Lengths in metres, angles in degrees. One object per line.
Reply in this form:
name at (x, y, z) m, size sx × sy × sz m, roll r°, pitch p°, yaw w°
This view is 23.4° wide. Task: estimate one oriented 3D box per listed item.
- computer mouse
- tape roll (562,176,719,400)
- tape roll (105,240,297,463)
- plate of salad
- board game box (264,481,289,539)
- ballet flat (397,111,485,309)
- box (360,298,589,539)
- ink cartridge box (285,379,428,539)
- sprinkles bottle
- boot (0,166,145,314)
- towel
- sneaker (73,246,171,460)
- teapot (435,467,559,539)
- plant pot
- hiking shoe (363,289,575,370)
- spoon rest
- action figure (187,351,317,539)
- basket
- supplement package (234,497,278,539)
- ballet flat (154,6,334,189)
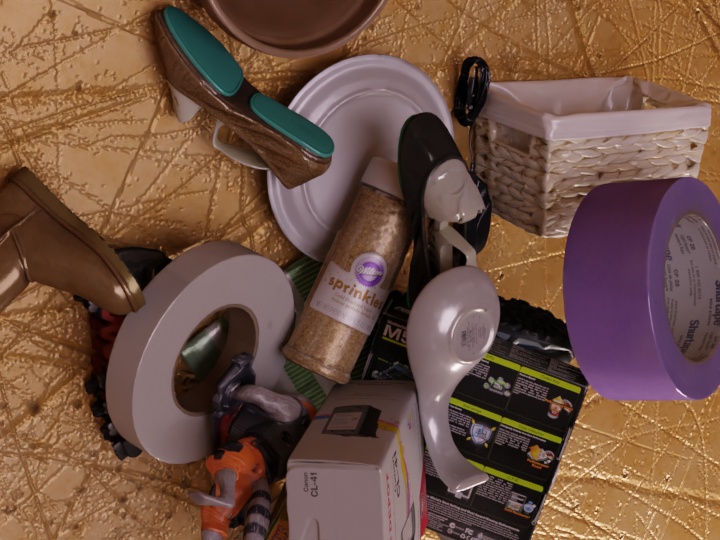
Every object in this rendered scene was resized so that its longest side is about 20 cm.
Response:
computer mouse at (0.097, -0.104, 1.653) m, size 0.034 × 0.059 × 0.200 m, roll -7°, pitch 106°, yaw -30°
tape roll at (0.265, 0.018, 1.571) m, size 0.200 × 0.085 × 0.200 m, roll 9°, pitch 79°, yaw -55°
tape roll at (-0.136, 0.071, 1.513) m, size 0.203 × 0.037 × 0.203 m, roll -34°, pitch 137°, yaw -39°
plate of salad at (-0.002, -0.102, 1.602) m, size 0.200 × 0.048 × 0.200 m, roll -12°, pitch 114°, yaw -28°
board game box at (-0.061, 0.212, 1.572) m, size 0.030 × 0.200 × 0.096 m, roll 25°, pitch 122°, yaw -4°
ballet flat at (0.077, -0.041, 1.519) m, size 0.068 × 0.068 × 0.200 m, roll -27°, pitch 125°, yaw -35°
box at (0.088, 0.149, 1.602) m, size 0.200 × 0.048 × 0.193 m, roll 19°, pitch 108°, yaw 7°
ink cartridge box at (0.000, 0.195, 1.505) m, size 0.085 × 0.200 × 0.148 m, roll 0°, pitch 107°, yaw 11°
sprinkles bottle at (0.000, 0.000, 1.563) m, size 0.068 × 0.068 × 0.200 m, roll 25°, pitch 90°, yaw -33°
boot at (-0.299, 0.031, 1.416) m, size 0.200 × 0.175 × 0.066 m, roll -42°, pitch 155°, yaw -16°
towel at (-0.057, 0.071, 1.638) m, size 0.200 × 0.023 × 0.153 m, roll -37°, pitch 119°, yaw -14°
sneaker at (-0.194, 0.069, 1.527) m, size 0.098 × 0.071 × 0.201 m, roll -12°, pitch 109°, yaw -24°
teapot at (0.127, 0.174, 1.701) m, size 0.197 × 0.146 × 0.200 m, roll -34°, pitch 118°, yaw -18°
plant pot at (-0.068, -0.288, 1.482) m, size 0.201 × 0.093 × 0.201 m, roll -9°, pitch 110°, yaw -27°
hiking shoe at (0.105, 0.072, 1.639) m, size 0.200 × 0.074 × 0.087 m, roll 8°, pitch 113°, yaw 10°
spoon rest at (0.080, 0.091, 1.525) m, size 0.099 × 0.061 × 0.200 m, roll -14°, pitch 113°, yaw -34°
action figure at (-0.091, 0.185, 1.517) m, size 0.200 × 0.104 × 0.194 m, roll 90°, pitch 25°, yaw -42°
basket at (0.218, -0.112, 1.678) m, size 0.200 × 0.136 × 0.124 m, roll -6°, pitch 111°, yaw -29°
supplement package at (-0.079, 0.346, 1.654) m, size 0.200 × 0.111 × 0.156 m, roll -43°, pitch 121°, yaw -12°
ballet flat at (-0.115, -0.140, 1.507) m, size 0.200 × 0.068 × 0.072 m, roll 39°, pitch 121°, yaw -11°
